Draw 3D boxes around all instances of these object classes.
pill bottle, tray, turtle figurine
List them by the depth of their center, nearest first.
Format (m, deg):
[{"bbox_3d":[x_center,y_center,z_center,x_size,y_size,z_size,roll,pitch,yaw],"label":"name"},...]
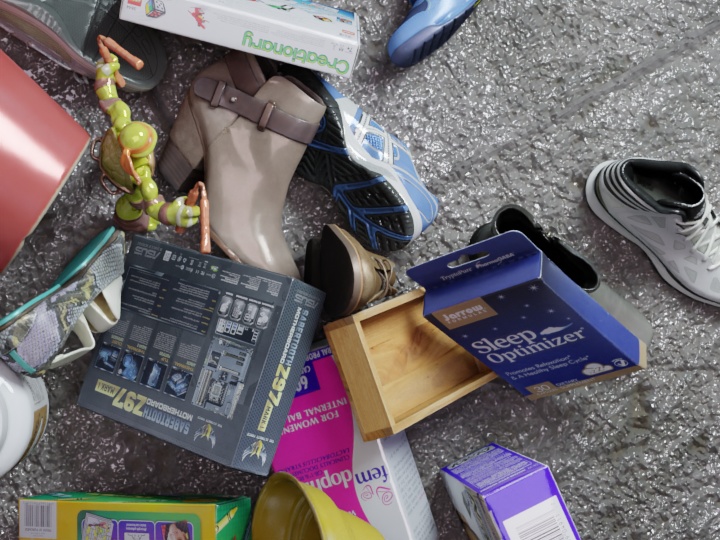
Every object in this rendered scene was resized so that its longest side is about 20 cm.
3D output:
[{"bbox_3d":[-0.318,0.117,1.117,0.113,0.200,0.115,0,88,-6],"label":"pill bottle"},{"bbox_3d":[-0.186,-0.082,1.155,0.064,0.161,0.201,-27,82,-17],"label":"turtle figurine"},{"bbox_3d":[0.051,0.067,1.178,0.037,0.200,0.099,-20,90,34],"label":"tray"}]

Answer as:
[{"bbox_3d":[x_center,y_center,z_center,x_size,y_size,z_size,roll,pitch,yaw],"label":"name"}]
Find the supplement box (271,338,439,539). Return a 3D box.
[{"bbox_3d":[-0.014,0.161,1.190,0.100,0.103,0.201,-19,91,11],"label":"supplement box"}]

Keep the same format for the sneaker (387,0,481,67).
[{"bbox_3d":[0.078,-0.269,1.248,0.082,0.074,0.200,38,77,-2],"label":"sneaker"}]

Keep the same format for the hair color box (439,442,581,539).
[{"bbox_3d":[0.129,0.214,1.164,0.064,0.200,0.110,-24,90,-5],"label":"hair color box"}]

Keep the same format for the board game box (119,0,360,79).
[{"bbox_3d":[-0.099,-0.219,1.195,0.198,0.126,0.035,14,110,-5],"label":"board game box"}]

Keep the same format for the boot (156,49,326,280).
[{"bbox_3d":[-0.082,-0.092,1.201,0.200,0.070,0.146,46,105,6],"label":"boot"}]

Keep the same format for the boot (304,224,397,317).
[{"bbox_3d":[0.000,0.000,1.159,0.075,0.200,0.074,3,92,-8],"label":"boot"}]

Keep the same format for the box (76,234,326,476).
[{"bbox_3d":[-0.136,0.067,1.155,0.051,0.199,0.159,25,81,-49],"label":"box"}]

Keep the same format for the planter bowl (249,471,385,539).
[{"bbox_3d":[-0.019,0.256,1.081,0.083,0.200,0.202,0,87,-23],"label":"planter bowl"}]

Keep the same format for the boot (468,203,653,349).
[{"bbox_3d":[0.184,0.019,1.214,0.199,0.131,0.068,34,83,-4],"label":"boot"}]

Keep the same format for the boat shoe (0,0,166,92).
[{"bbox_3d":[-0.263,-0.218,1.214,0.201,0.065,0.075,28,65,-10],"label":"boat shoe"}]

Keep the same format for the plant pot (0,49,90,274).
[{"bbox_3d":[-0.332,-0.102,1.140,0.177,0.200,0.201,33,84,-13],"label":"plant pot"}]

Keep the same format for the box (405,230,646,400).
[{"bbox_3d":[0.139,0.043,1.173,0.200,0.121,0.033,38,46,-36],"label":"box"}]

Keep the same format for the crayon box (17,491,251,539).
[{"bbox_3d":[-0.188,0.248,1.152,0.198,0.058,0.120,-3,87,24],"label":"crayon box"}]

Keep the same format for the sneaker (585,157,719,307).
[{"bbox_3d":[0.297,-0.031,1.237,0.200,0.115,0.076,34,84,-4],"label":"sneaker"}]

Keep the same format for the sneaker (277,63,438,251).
[{"bbox_3d":[-0.008,-0.103,1.236,0.076,0.077,0.201,-44,77,36],"label":"sneaker"}]

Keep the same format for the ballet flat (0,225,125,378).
[{"bbox_3d":[-0.238,0.032,1.151,0.071,0.200,0.073,7,116,15],"label":"ballet flat"}]
